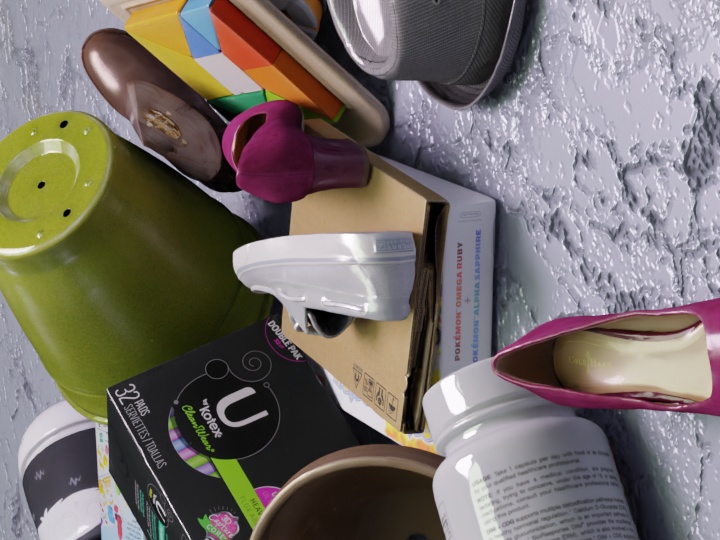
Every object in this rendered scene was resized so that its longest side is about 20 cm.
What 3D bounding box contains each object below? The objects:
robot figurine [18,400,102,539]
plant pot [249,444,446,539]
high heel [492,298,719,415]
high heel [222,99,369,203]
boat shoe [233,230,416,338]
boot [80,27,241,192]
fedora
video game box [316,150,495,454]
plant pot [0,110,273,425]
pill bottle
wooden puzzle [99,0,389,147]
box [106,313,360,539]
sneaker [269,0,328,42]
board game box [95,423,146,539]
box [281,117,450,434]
[{"bbox_3d":[-0.236,0.210,2.177,0.201,0.150,0.125,65,-174,32],"label":"robot figurine"},{"bbox_3d":[0.029,0.199,1.602,0.093,0.200,0.202,-53,-30,-66],"label":"plant pot"},{"bbox_3d":[0.157,0.053,1.329,0.200,0.096,0.068,165,97,-65],"label":"high heel"},{"bbox_3d":[-0.078,-0.084,1.661,0.200,0.096,0.068,10,100,63],"label":"high heel"},{"bbox_3d":[-0.024,0.011,1.604,0.200,0.072,0.069,-5,87,54],"label":"boat shoe"},{"bbox_3d":[-0.163,-0.131,1.842,0.186,0.064,0.200,39,-175,7],"label":"boot"},{"bbox_3d":[0.033,-0.203,1.553,0.177,0.090,0.201,23,116,61],"label":"fedora"},{"bbox_3d":[0.028,0.023,1.671,0.200,0.047,0.183,25,120,61],"label":"video game box"},{"bbox_3d":[-0.197,-0.015,1.815,0.193,0.200,0.201,51,-174,-48],"label":"plant pot"},{"bbox_3d":[0.109,0.157,1.451,0.113,0.113,0.201,-50,52,56],"label":"pill bottle"},{"bbox_3d":[-0.093,-0.154,1.740,0.200,0.037,0.185,45,156,-23],"label":"wooden puzzle"},{"bbox_3d":[-0.078,0.165,1.748,0.200,0.148,0.125,56,158,27],"label":"box"},{"bbox_3d":[-0.060,-0.189,1.790,0.200,0.078,0.078,137,153,-66],"label":"sneaker"},{"bbox_3d":[-0.156,0.207,2.026,0.105,0.102,0.201,14,108,63],"label":"board game box"},{"bbox_3d":[0.000,0.000,1.645,0.200,0.021,0.164,-143,55,-58],"label":"box"}]
